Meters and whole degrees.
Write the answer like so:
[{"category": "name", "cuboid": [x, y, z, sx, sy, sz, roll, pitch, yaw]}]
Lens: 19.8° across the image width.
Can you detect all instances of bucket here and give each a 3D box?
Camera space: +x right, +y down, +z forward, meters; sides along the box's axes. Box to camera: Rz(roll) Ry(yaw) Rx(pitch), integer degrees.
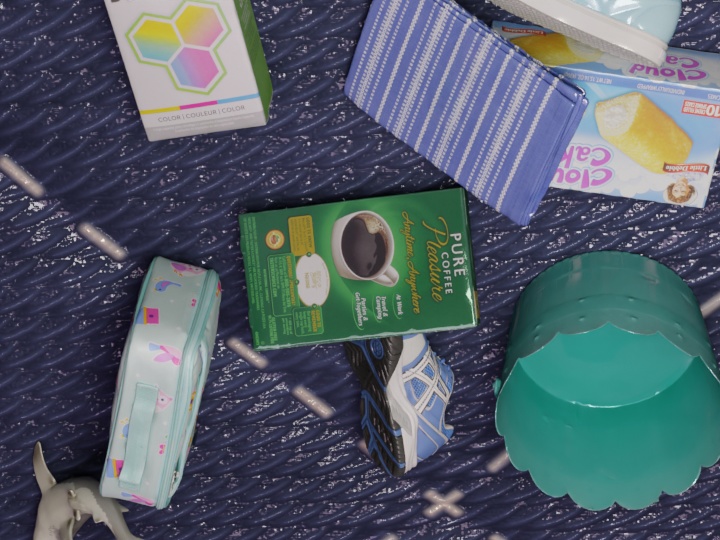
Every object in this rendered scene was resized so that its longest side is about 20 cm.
[{"category": "bucket", "cuboid": [0.216, 0.093, 1.797, 0.206, 0.135, 0.208, 2, 124, 3]}]

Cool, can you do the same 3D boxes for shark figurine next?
[{"category": "shark figurine", "cuboid": [-0.239, 0.222, 1.941, 0.089, 0.214, 0.129, -10, 98, -34]}]

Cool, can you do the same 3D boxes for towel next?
[{"category": "towel", "cuboid": [0.081, -0.141, 1.652, 0.200, 0.024, 0.145, 38, 134, 17]}]

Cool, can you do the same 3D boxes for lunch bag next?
[{"category": "lunch bag", "cuboid": [-0.175, 0.105, 1.818, 0.077, 0.161, 0.201, 11, 124, -3]}]

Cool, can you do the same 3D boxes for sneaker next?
[{"category": "sneaker", "cuboid": [0.161, -0.234, 1.630, 0.199, 0.074, 0.082, 24, 87, -3]}, {"category": "sneaker", "cuboid": [0.037, 0.082, 1.852, 0.077, 0.076, 0.201, -21, 119, -30]}]

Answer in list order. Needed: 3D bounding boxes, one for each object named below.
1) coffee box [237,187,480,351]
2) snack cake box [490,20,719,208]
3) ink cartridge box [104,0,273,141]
[{"category": "coffee box", "cuboid": [0.000, 0.000, 1.769, 0.198, 0.044, 0.124, -8, 87, 8]}, {"category": "snack cake box", "cuboid": [0.195, -0.127, 1.689, 0.198, 0.067, 0.116, 8, 124, -1]}, {"category": "ink cartridge box", "cuboid": [-0.144, -0.208, 1.661, 0.103, 0.059, 0.201, -7, 123, 10]}]
